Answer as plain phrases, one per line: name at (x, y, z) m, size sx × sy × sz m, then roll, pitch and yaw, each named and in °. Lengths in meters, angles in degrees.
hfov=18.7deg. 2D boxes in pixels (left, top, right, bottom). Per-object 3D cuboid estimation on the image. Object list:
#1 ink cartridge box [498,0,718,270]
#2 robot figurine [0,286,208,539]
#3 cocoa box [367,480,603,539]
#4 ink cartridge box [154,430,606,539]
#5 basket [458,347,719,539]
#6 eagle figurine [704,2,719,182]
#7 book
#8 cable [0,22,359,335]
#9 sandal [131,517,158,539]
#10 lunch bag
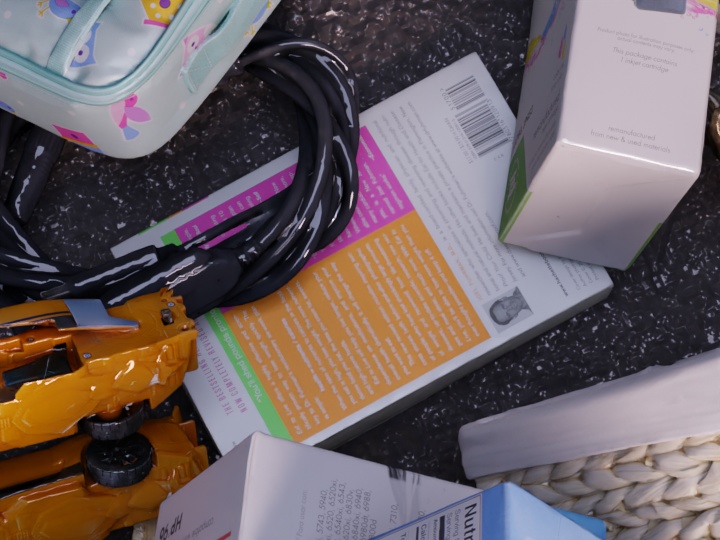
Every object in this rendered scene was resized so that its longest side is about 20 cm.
ink cartridge box at (0.118, -0.117, 0.999) m, size 0.067 × 0.117 × 0.201 m, roll 12°, pitch 67°, yaw -5°
robot figurine at (-0.165, 0.077, 0.932) m, size 0.199 × 0.146 × 0.058 m, roll -13°, pitch 37°, yaw -15°
cocoa box at (0.067, 0.188, 0.790) m, size 0.131 × 0.200 × 0.134 m, roll -28°, pitch 44°, yaw 33°
ink cartridge box at (-0.014, 0.124, 0.892) m, size 0.199 × 0.116 × 0.068 m, roll 16°, pitch 63°, yaw -20°
basket at (0.158, 0.095, 0.929) m, size 0.135 × 0.200 × 0.124 m, roll -14°, pitch 84°, yaw -33°
eagle figurine at (0.257, -0.083, 1.007) m, size 0.199 × 0.152 × 0.151 m, roll -28°, pitch 119°, yaw 10°
book at (0.000, 0.000, 1.031) m, size 0.199 × 0.048 × 0.134 m, roll -28°, pitch 78°, yaw -7°
cable at (-0.093, -0.048, 1.017) m, size 0.199 × 0.051 × 0.163 m, roll -31°, pitch 57°, yaw -5°
sandal at (-0.096, 0.140, 0.987) m, size 0.211 × 0.078 × 0.070 m, roll -32°, pitch 88°, yaw -2°
lunch bag at (-0.105, -0.158, 1.009) m, size 0.160 × 0.077 × 0.200 m, roll 25°, pitch 71°, yaw 26°
